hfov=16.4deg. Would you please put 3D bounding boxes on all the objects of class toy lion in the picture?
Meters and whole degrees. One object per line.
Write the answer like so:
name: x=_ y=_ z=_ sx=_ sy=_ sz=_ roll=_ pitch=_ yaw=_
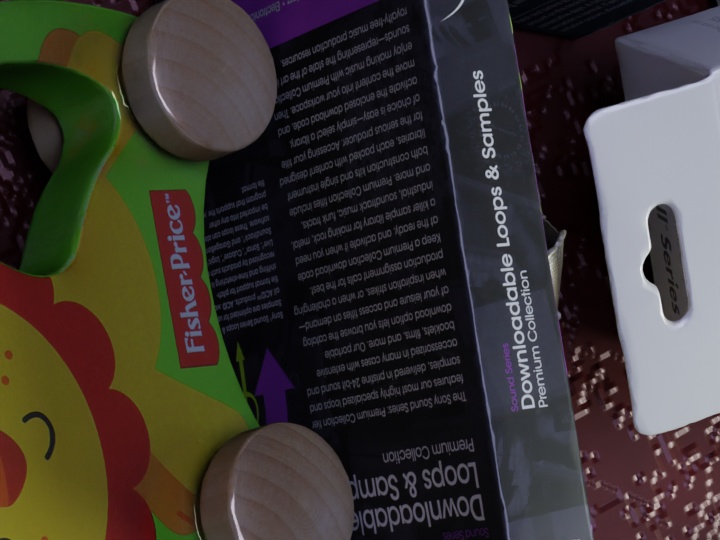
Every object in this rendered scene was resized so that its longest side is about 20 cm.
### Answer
toy lion: x=-0.098 y=0.026 z=0.663 sx=0.191 sy=0.068 sz=0.201 roll=-2 pitch=79 yaw=-46

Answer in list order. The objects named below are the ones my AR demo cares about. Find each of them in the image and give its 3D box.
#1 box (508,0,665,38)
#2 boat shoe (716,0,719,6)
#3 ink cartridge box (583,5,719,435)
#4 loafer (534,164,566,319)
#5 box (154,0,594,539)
box: x=0.013 y=-0.169 z=0.777 sx=0.199 sy=0.107 sz=0.149 roll=8 pitch=78 yaw=-25
boat shoe: x=0.160 y=-0.115 z=0.861 sx=0.072 sy=0.068 sz=0.200 roll=-40 pitch=102 yaw=-27
ink cartridge box: x=0.156 y=-0.033 z=0.816 sx=0.199 sy=0.067 sz=0.118 roll=-17 pitch=111 yaw=-17
loafer: x=0.027 y=0.017 z=0.775 sx=0.076 sy=0.067 sz=0.201 roll=-12 pitch=87 yaw=-26
box: x=0.000 y=0.000 z=0.723 sx=0.036 sy=0.143 sz=0.201 roll=-4 pitch=84 yaw=-34
